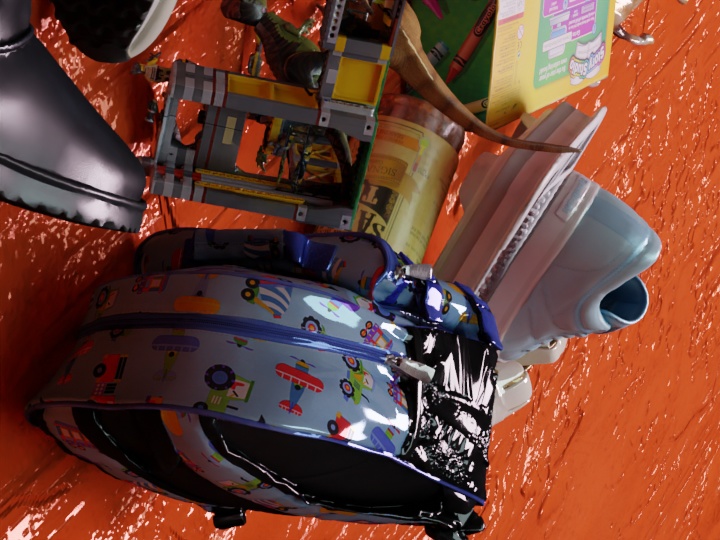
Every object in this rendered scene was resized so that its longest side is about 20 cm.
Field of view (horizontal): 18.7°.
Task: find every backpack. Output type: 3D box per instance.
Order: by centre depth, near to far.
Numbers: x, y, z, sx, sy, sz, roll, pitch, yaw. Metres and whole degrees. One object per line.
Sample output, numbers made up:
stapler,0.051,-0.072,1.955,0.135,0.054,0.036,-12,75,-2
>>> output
backpack,-0.050,0.047,1.024,0.200,0.182,0.135,25,70,-52

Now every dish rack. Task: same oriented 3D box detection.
dish rack,0.067,-0.011,1.295,0.200,0.044,0.172,-61,174,25

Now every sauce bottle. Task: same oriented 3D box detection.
sauce bottle,0.000,0.000,1.219,0.066,0.066,0.200,53,52,-58

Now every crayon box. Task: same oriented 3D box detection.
crayon box,0.098,-0.164,1.357,0.200,0.058,0.119,-28,126,-58

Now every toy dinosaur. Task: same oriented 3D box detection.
toy dinosaur,0.015,-0.119,1.139,0.060,0.106,0.200,-41,103,-25

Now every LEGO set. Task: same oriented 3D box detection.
LEGO set,-0.048,-0.118,1.049,0.154,0.116,0.200,-92,-165,-54

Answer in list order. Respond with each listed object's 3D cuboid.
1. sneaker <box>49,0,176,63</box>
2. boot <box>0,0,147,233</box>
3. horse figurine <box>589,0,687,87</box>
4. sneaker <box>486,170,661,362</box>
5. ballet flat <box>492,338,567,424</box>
sneaker,-0.076,-0.186,0.969,0.093,0.070,0.200,9,90,-59
boot,-0.132,-0.111,0.880,0.200,0.076,0.168,20,86,-58
horse figurine,0.185,-0.223,1.508,0.132,0.050,0.200,-7,117,-46
sneaker,0.123,0.019,1.295,0.074,0.082,0.200,-54,174,-23
ballet flat,0.093,0.059,1.439,0.200,0.071,0.071,-50,143,-44
